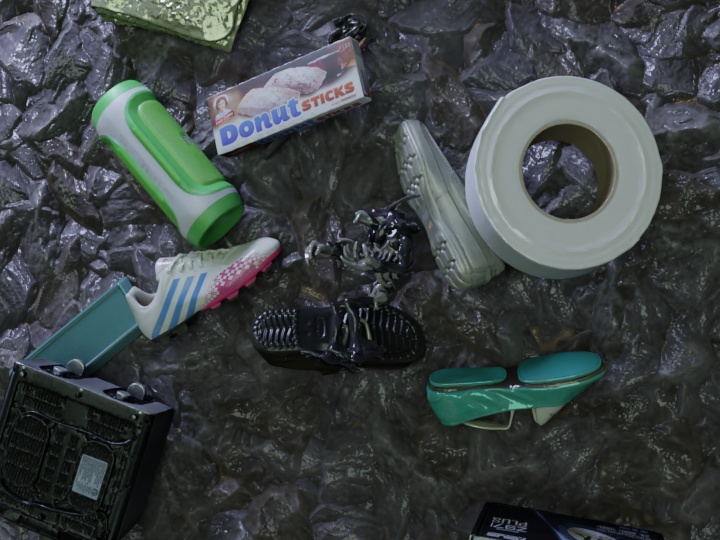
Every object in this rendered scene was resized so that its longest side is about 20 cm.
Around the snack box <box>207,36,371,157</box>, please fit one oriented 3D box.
[{"bbox_3d":[-0.084,-0.196,1.171,0.197,0.024,0.073,-18,80,24],"label":"snack box"}]

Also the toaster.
[{"bbox_3d":[-0.328,0.217,1.184,0.178,0.119,0.204,18,93,7],"label":"toaster"}]

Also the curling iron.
[{"bbox_3d":[-0.054,-0.211,1.188,0.050,0.025,0.201,43,104,32],"label":"curling iron"}]

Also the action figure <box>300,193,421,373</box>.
[{"bbox_3d":[0.000,0.000,1.089,0.101,0.118,0.204,25,73,-24],"label":"action figure"}]

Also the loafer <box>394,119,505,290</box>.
[{"bbox_3d":[0.097,-0.077,1.135,0.069,0.070,0.203,-18,80,-22],"label":"loafer"}]

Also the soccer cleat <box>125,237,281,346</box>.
[{"bbox_3d":[-0.186,0.007,1.184,0.198,0.070,0.087,-34,99,12],"label":"soccer cleat"}]

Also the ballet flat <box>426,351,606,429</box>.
[{"bbox_3d":[0.171,0.135,1.116,0.196,0.068,0.072,-8,111,13],"label":"ballet flat"}]

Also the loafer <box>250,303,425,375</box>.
[{"bbox_3d":[-0.024,0.080,1.159,0.195,0.072,0.074,5,59,2],"label":"loafer"}]

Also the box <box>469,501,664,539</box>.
[{"bbox_3d":[0.210,0.310,1.045,0.196,0.164,0.088,8,91,13],"label":"box"}]

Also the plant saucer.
[{"bbox_3d":[-0.345,0.095,1.251,0.199,0.019,0.070,-38,81,10],"label":"plant saucer"}]

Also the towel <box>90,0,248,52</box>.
[{"bbox_3d":[-0.220,-0.353,1.221,0.196,0.036,0.151,17,92,13],"label":"towel"}]

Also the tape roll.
[{"bbox_3d":[0.210,-0.097,1.074,0.198,0.071,0.207,0,82,-2],"label":"tape roll"}]

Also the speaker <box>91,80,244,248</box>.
[{"bbox_3d":[-0.225,-0.125,1.192,0.088,0.088,0.201,-43,81,9],"label":"speaker"}]
